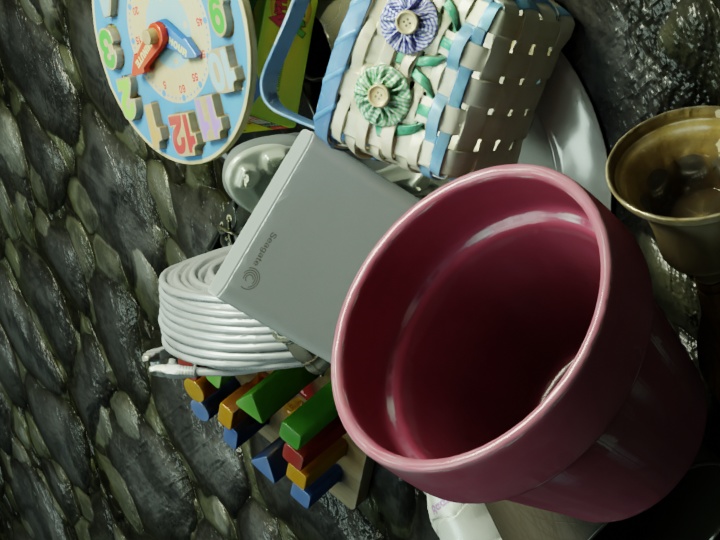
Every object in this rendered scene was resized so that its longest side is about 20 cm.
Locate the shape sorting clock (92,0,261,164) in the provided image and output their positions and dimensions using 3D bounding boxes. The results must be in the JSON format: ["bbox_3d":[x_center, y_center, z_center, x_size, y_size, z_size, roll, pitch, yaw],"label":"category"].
[{"bbox_3d":[-0.141,-0.175,1.467,0.200,0.039,0.201,27,128,41],"label":"shape sorting clock"}]

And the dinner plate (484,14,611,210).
[{"bbox_3d":[0.107,-0.086,1.409,0.200,0.024,0.201,45,147,40],"label":"dinner plate"}]

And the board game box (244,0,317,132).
[{"bbox_3d":[-0.078,-0.207,1.517,0.101,0.047,0.201,-1,76,53],"label":"board game box"}]

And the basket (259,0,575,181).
[{"bbox_3d":[0.029,-0.158,1.338,0.200,0.139,0.177,32,111,37],"label":"basket"}]

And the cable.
[{"bbox_3d":[-0.067,0.022,1.635,0.200,0.199,0.070,-53,-42,-66],"label":"cable"}]

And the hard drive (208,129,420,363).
[{"bbox_3d":[0.007,0.006,1.430,0.200,0.132,0.027,31,180,-26],"label":"hard drive"}]

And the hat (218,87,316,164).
[{"bbox_3d":[-0.086,-0.114,1.636,0.201,0.081,0.201,50,172,10],"label":"hat"}]

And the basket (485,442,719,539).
[{"bbox_3d":[0.140,0.120,1.382,0.200,0.136,0.181,56,132,34],"label":"basket"}]

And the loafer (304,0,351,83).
[{"bbox_3d":[-0.036,-0.184,1.561,0.200,0.068,0.076,-5,105,64],"label":"loafer"}]

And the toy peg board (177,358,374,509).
[{"bbox_3d":[-0.087,0.120,1.810,0.200,0.098,0.200,38,144,21],"label":"toy peg board"}]

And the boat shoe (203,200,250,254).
[{"bbox_3d":[-0.102,-0.032,1.825,0.069,0.056,0.200,60,154,18],"label":"boat shoe"}]

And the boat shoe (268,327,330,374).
[{"bbox_3d":[-0.002,0.001,1.516,0.072,0.202,0.060,-20,111,42],"label":"boat shoe"}]

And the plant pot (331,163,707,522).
[{"bbox_3d":[0.112,0.062,1.220,0.179,0.200,0.200,35,-179,-42],"label":"plant pot"}]

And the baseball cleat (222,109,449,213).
[{"bbox_3d":[-0.027,-0.078,1.478,0.106,0.199,0.070,50,125,46],"label":"baseball cleat"}]

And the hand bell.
[{"bbox_3d":[0.213,0.010,1.224,0.104,0.104,0.200,40,155,45],"label":"hand bell"}]

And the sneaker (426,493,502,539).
[{"bbox_3d":[0.098,0.172,1.495,0.100,0.075,0.200,57,-170,5],"label":"sneaker"}]
